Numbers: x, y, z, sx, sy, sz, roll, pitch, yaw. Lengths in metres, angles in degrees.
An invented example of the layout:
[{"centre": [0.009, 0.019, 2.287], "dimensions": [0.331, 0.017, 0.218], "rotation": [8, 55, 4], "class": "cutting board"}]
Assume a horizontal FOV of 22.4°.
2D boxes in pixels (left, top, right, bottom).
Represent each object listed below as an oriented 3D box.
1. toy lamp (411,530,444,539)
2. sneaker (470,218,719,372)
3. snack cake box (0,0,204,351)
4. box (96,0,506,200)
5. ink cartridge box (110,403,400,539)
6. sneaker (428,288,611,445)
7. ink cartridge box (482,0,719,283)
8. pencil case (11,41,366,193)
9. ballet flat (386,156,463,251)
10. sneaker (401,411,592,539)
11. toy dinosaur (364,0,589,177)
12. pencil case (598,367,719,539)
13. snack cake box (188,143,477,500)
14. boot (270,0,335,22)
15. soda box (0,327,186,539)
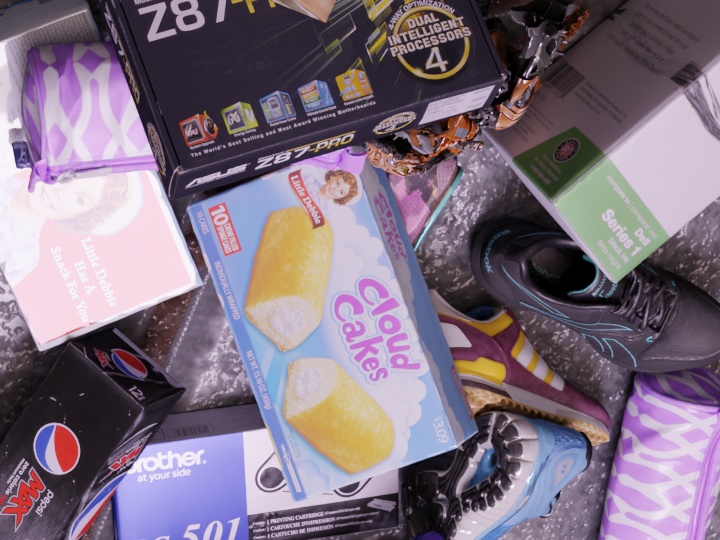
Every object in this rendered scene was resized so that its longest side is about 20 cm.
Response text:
[{"centre": [-0.037, 0.217, 1.255], "dimensions": [0.200, 0.058, 0.058], "rotation": [-11, 121, 29], "class": "toy lamp"}, {"centre": [0.172, 0.022, 1.243], "dimensions": [0.200, 0.079, 0.075], "rotation": [18, 86, -14], "class": "sneaker"}, {"centre": [-0.189, -0.064, 1.133], "dimensions": [0.115, 0.067, 0.200], "rotation": [-23, 117, -7], "class": "snack cake box"}, {"centre": [-0.039, -0.144, 1.022], "dimensions": [0.200, 0.049, 0.161], "rotation": [-17, 75, -15], "class": "box"}, {"centre": [-0.074, 0.143, 1.266], "dimensions": [0.200, 0.044, 0.094], "rotation": [-7, 113, -12], "class": "ink cartridge box"}, {"centre": [0.108, 0.071, 1.270], "dimensions": [0.075, 0.090, 0.200], "rotation": [-22, 151, 32], "class": "sneaker"}, {"centre": [0.195, -0.108, 1.175], "dimensions": [0.200, 0.146, 0.084], "rotation": [-39, 118, 4], "class": "ink cartridge box"}, {"centre": [-0.101, -0.092, 1.058], "dimensions": [0.200, 0.086, 0.084], "rotation": [-6, 148, -13], "class": "pencil case"}, {"centre": [0.000, 0.000, 1.220], "dimensions": [0.071, 0.069, 0.200], "rotation": [23, 102, -4], "class": "ballet flat"}, {"centre": [0.096, 0.163, 1.264], "dimensions": [0.090, 0.078, 0.200], "rotation": [2, 152, -26], "class": "sneaker"}, {"centre": [0.075, -0.132, 1.144], "dimensions": [0.102, 0.200, 0.136], "rotation": [20, 132, 9], "class": "toy dinosaur"}, {"centre": [0.223, 0.167, 1.327], "dimensions": [0.084, 0.085, 0.200], "rotation": [-5, 113, -27], "class": "pencil case"}, {"centre": [-0.016, 0.031, 1.155], "dimensions": [0.115, 0.067, 0.200], "rotation": [-21, 89, 16], "class": "snack cake box"}, {"centre": [0.018, -0.224, 0.991], "dimensions": [0.175, 0.066, 0.200], "rotation": [30, 83, -9], "class": "boot"}, {"centre": [-0.202, 0.136, 1.191], "dimensions": [0.071, 0.063, 0.200], "rotation": [40, 109, 11], "class": "soda box"}]
